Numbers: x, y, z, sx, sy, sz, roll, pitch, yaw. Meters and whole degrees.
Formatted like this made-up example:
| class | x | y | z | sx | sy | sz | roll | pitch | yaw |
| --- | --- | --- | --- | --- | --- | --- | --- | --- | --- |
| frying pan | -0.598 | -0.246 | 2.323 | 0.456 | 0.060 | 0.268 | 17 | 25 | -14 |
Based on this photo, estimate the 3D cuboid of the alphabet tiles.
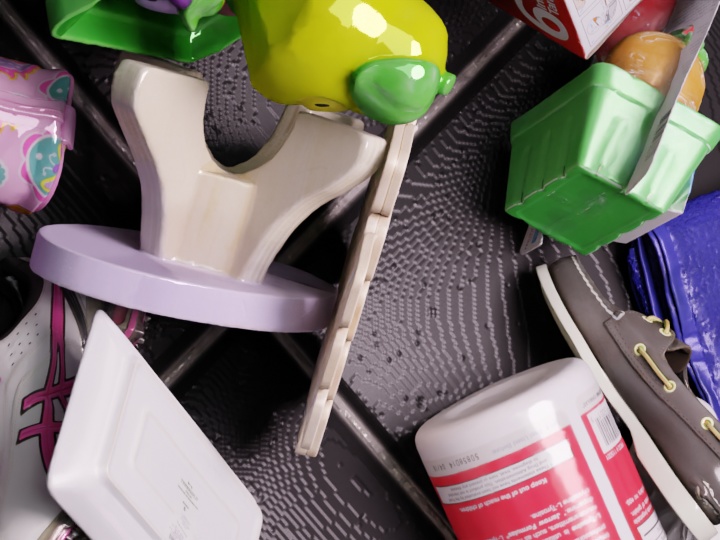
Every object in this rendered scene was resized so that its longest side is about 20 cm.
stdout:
| class | x | y | z | sx | sy | sz | roll | pitch | yaw |
| --- | --- | --- | --- | --- | --- | --- | --- | --- | --- |
| alphabet tiles | 0.000 | 0.000 | 1.254 | 0.015 | 0.200 | 0.196 | 16 | 31 | -2 |

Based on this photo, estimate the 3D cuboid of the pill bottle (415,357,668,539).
| class | x | y | z | sx | sy | sz | roll | pitch | yaw |
| --- | --- | --- | --- | --- | --- | --- | --- | --- | --- |
| pill bottle | 0.120 | 0.162 | 1.338 | 0.112 | 0.112 | 0.200 | -26 | 93 | -30 |

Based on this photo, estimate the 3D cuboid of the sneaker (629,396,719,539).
| class | x | y | z | sx | sy | sz | roll | pitch | yaw |
| --- | --- | --- | --- | --- | --- | --- | --- | --- | --- |
| sneaker | 0.243 | 0.180 | 1.429 | 0.146 | 0.081 | 0.201 | 7 | 74 | -37 |

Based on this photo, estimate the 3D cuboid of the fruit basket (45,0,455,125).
| class | x | y | z | sx | sy | sz | roll | pitch | yaw |
| --- | --- | --- | --- | --- | --- | --- | --- | --- | --- |
| fruit basket | -0.054 | -0.141 | 1.172 | 0.216 | 0.155 | 0.216 | 53 | 18 | -25 |

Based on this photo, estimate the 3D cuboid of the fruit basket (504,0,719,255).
| class | x | y | z | sx | sy | sz | roll | pitch | yaw |
| --- | --- | --- | --- | --- | --- | --- | --- | --- | --- |
| fruit basket | 0.170 | -0.112 | 1.376 | 0.094 | 0.185 | 0.200 | 34 | 66 | -10 |

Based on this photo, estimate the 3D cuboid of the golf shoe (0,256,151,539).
| class | x | y | z | sx | sy | sz | roll | pitch | yaw |
| --- | --- | --- | --- | --- | --- | --- | --- | --- | --- |
| golf shoe | -0.174 | 0.080 | 1.202 | 0.092 | 0.073 | 0.200 | 21 | 47 | -12 |

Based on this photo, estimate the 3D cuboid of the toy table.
| class | x | y | z | sx | sy | sz | roll | pitch | yaw |
| --- | --- | --- | --- | --- | --- | --- | --- | --- | --- |
| toy table | -0.076 | -0.041 | 1.228 | 0.200 | 0.183 | 0.117 | 3 | 105 | -64 |

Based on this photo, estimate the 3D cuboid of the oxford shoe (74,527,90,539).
| class | x | y | z | sx | sy | sz | roll | pitch | yaw |
| --- | --- | --- | --- | --- | --- | --- | --- | --- | --- |
| oxford shoe | -0.188 | 0.198 | 1.197 | 0.075 | 0.058 | 0.200 | 24 | 55 | -16 |

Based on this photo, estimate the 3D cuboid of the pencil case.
| class | x | y | z | sx | sy | sz | roll | pitch | yaw |
| --- | --- | --- | --- | --- | --- | --- | --- | --- | --- |
| pencil case | -0.249 | -0.090 | 1.199 | 0.200 | 0.087 | 0.088 | 16 | 73 | -26 |

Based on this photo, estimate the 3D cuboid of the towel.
| class | x | y | z | sx | sy | sz | roll | pitch | yaw |
| --- | --- | --- | --- | --- | --- | --- | --- | --- | --- |
| towel | 0.265 | 0.010 | 1.488 | 0.200 | 0.050 | 0.148 | -21 | 98 | -31 |

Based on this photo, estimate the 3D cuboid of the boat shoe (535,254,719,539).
| class | x | y | z | sx | sy | sz | roll | pitch | yaw |
| --- | --- | --- | --- | --- | --- | --- | --- | --- | --- |
| boat shoe | 0.173 | 0.066 | 1.369 | 0.061 | 0.072 | 0.201 | -34 | 62 | 6 |

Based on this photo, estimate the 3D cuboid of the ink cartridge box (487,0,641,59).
| class | x | y | z | sx | sy | sz | roll | pitch | yaw |
| --- | --- | --- | --- | --- | --- | --- | --- | --- | --- |
| ink cartridge box | 0.068 | -0.239 | 1.293 | 0.084 | 0.175 | 0.200 | -46 | 143 | -11 |

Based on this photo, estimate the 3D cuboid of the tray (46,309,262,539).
| class | x | y | z | sx | sy | sz | roll | pitch | yaw |
| --- | --- | --- | --- | --- | --- | --- | --- | --- | --- |
| tray | -0.098 | 0.117 | 1.204 | 0.200 | 0.022 | 0.108 | 58 | 37 | -47 |
